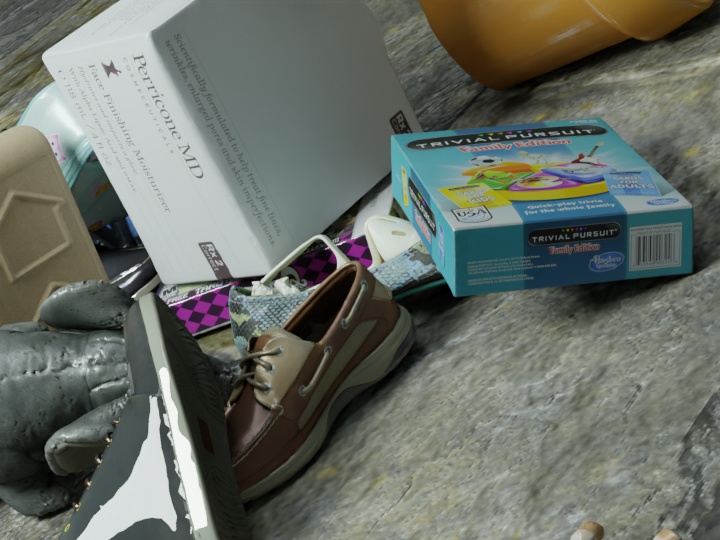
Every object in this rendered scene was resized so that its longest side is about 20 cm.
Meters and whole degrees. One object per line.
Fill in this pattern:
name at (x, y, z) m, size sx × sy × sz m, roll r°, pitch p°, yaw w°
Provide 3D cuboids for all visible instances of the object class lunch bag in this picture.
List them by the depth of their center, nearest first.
lunch bag at (-0.187, -0.103, 1.542) m, size 0.200 × 0.077 × 0.160 m, roll -29°, pitch -14°, yaw -46°

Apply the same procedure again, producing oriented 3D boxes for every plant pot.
plant pot at (0.150, -0.243, 1.576) m, size 0.183 × 0.200 × 0.200 m, roll -34°, pitch 17°, yaw 27°

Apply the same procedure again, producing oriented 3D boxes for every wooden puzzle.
wooden puzzle at (-0.260, 0.021, 1.393) m, size 0.046 × 0.200 × 0.185 m, roll -12°, pitch 18°, yaw 44°

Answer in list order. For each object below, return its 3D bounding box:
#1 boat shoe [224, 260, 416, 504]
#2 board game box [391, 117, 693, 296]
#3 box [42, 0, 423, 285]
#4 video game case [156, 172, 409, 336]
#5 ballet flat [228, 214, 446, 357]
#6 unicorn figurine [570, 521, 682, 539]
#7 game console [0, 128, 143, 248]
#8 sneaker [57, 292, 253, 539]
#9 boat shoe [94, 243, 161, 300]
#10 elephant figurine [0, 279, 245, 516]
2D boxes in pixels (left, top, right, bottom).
boat shoe at (-0.049, 0.069, 1.242) m, size 0.076 × 0.072 × 0.200 m, roll 0°, pitch 38°, yaw 48°
board game box at (0.111, -0.046, 1.280) m, size 0.151 × 0.047 × 0.200 m, roll -5°, pitch 21°, yaw -9°
box at (-0.088, -0.126, 1.443) m, size 0.131 × 0.199 × 0.200 m, roll -6°, pitch 28°, yaw 46°
video game case at (-0.051, -0.028, 1.505) m, size 0.200 × 0.036 × 0.181 m, roll -20°, pitch 22°, yaw 18°
ballet flat at (0.000, 0.000, 1.334) m, size 0.200 × 0.074 × 0.074 m, roll -23°, pitch 23°, yaw 6°
unicorn figurine at (0.087, 0.166, 0.871) m, size 0.137 × 0.074 × 0.200 m, roll -35°, pitch -9°, yaw -23°
game console at (-0.211, -0.090, 1.721) m, size 0.118 × 0.171 × 0.200 m, roll -53°, pitch 22°, yaw 6°
sneaker at (-0.136, 0.110, 1.165) m, size 0.106 × 0.075 × 0.200 m, roll -25°, pitch 54°, yaw 13°
boat shoe at (-0.234, 0.008, 1.580) m, size 0.200 × 0.063 × 0.073 m, roll -17°, pitch 24°, yaw 35°
elephant figurine at (-0.168, 0.069, 1.285) m, size 0.200 × 0.142 × 0.155 m, roll -19°, pitch 18°, yaw 29°
